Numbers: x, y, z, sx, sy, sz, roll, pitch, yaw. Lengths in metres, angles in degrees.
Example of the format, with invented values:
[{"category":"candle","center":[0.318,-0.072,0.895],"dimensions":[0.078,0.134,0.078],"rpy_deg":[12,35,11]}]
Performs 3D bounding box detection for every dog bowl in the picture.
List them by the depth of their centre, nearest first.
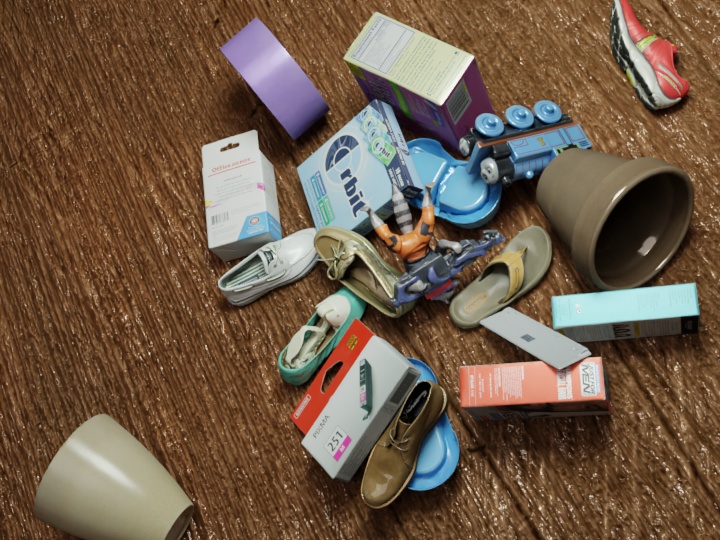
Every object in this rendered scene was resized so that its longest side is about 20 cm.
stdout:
[{"category":"dog bowl","center":[0.083,0.231,1.397],"dimensions":[0.111,0.050,0.202],"rpy_deg":[-24,65,10]},{"category":"dog bowl","center":[0.138,-0.136,1.508],"dimensions":[0.199,0.050,0.112],"rpy_deg":[25,80,27]}]

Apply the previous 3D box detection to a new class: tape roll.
[{"category":"tape roll","center":[-0.146,-0.328,1.607],"dimensions":[0.085,0.200,0.200],"rpy_deg":[-39,62,2]}]

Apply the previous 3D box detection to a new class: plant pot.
[{"category":"plant pot","center":[0.354,-0.095,1.362],"dimensions":[0.200,0.200,0.175],"rpy_deg":[-44,44,-1]},{"category":"plant pot","center":[-0.367,0.356,1.455],"dimensions":[0.199,0.187,0.188],"rpy_deg":[28,81,12]}]

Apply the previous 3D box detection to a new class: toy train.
[{"category":"toy train","center":[0.252,-0.191,1.442],"dimensions":[0.198,0.087,0.115],"rpy_deg":[-15,61,-20]}]

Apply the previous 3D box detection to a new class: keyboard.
[{"category":"keyboard","center":[0.246,0.095,1.342],"dimensions":[0.056,0.011,0.200],"rpy_deg":[-27,25,-17]}]

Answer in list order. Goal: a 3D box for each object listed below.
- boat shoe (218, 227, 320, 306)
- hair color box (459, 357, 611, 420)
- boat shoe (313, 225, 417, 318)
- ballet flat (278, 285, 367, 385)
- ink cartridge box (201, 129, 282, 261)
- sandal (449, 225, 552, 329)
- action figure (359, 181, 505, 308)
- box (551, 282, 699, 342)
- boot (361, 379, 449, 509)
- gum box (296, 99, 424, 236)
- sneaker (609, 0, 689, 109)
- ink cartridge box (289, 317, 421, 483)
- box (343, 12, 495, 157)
[{"category":"boat shoe","center":[-0.146,-0.008,1.560],"dimensions":[0.199,0.067,0.074],"rpy_deg":[-37,63,4]},{"category":"hair color box","center":[0.249,0.171,1.326],"dimensions":[0.198,0.111,0.065],"rpy_deg":[-7,69,18]},{"category":"boat shoe","center":[0.000,0.000,1.478],"dimensions":[0.199,0.063,0.074],"rpy_deg":[34,122,16]},{"category":"ballet flat","center":[-0.060,0.094,1.489],"dimensions":[0.067,0.070,0.201],"rpy_deg":[34,84,30]},{"category":"ink cartridge box","center":[-0.208,-0.131,1.628],"dimensions":[0.114,0.068,0.202],"rpy_deg":[-14,67,14]},{"category":"sandal","center":[0.215,0.010,1.430],"dimensions":[0.200,0.054,0.080],"rpy_deg":[-41,62,1]},{"category":"action figure","center":[0.111,-0.042,1.428],"dimensions":[0.198,0.195,0.105],"rpy_deg":[-24,23,-5]},{"category":"box","center":[0.378,0.063,1.336],"dimensions":[0.198,0.082,0.050],"rpy_deg":[-6,67,17]},{"category":"boot","center":[0.053,0.244,1.334],"dimensions":[0.073,0.075,0.201],"rpy_deg":[26,82,24]},{"category":"gum box","center":[-0.005,-0.151,1.534],"dimensions":[0.200,0.044,0.171],"rpy_deg":[-37,59,32]},{"category":"sneaker","center":[0.455,-0.345,1.478],"dimensions":[0.084,0.077,0.202],"rpy_deg":[-19,71,-1]},{"category":"ink cartridge box","center":[-0.022,0.186,1.413],"dimensions":[0.173,0.043,0.201],"rpy_deg":[38,96,43]},{"category":"box","center":[0.098,-0.300,1.520],"dimensions":[0.199,0.176,0.097],"rpy_deg":[32,83,26]}]
